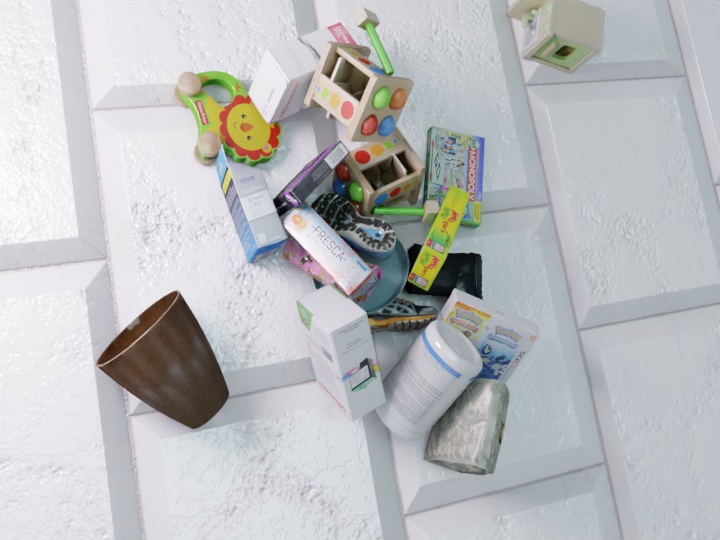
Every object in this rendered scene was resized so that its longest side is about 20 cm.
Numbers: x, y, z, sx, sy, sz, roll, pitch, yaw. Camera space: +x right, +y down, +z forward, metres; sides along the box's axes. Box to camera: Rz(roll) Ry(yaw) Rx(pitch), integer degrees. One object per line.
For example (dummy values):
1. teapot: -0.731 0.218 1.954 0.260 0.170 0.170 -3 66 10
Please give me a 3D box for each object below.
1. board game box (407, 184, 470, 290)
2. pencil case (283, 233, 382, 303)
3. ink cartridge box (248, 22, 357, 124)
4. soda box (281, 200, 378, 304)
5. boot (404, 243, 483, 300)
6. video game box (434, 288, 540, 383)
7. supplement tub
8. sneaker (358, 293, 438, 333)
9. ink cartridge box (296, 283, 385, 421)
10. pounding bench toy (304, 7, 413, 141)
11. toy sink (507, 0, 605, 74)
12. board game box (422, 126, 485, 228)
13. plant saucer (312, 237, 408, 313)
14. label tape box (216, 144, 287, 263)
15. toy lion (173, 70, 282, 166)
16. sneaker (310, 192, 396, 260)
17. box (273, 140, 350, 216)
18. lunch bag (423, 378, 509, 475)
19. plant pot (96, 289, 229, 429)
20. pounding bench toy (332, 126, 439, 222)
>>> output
1. board game box: 0.158 -0.067 1.466 0.047 0.103 0.202 26 47 1
2. pencil case: -0.054 -0.015 1.424 0.198 0.082 0.088 32 97 20
3. ink cartridge box: -0.112 -0.393 1.467 0.198 0.146 0.086 -34 83 -33
4. soda box: -0.056 -0.034 1.349 0.063 0.068 0.200 -42 70 -3
5. boot: 0.170 0.051 1.526 0.163 0.076 0.206 5 78 -16
6. video game box: 0.232 0.151 1.479 0.196 0.047 0.185 21 117 -14
7. supplement tub: 0.127 0.209 1.402 0.131 0.132 0.201 36 110 -7
8. sneaker: 0.061 0.080 1.475 0.194 0.079 0.079 -1 68 -5
9. ink cartridge box: -0.036 0.151 1.359 0.082 0.144 0.204 -24 120 -21
10. pounding bench toy: 0.017 -0.362 1.373 0.155 0.203 0.123 41 31 27
11. toy sink: 0.448 -0.556 1.712 0.195 0.130 0.115 15 75 -15
12. board game box: 0.205 -0.205 1.615 0.131 0.029 0.206 8 77 -15
13. plant saucer: 0.000 0.000 1.470 0.194 0.028 0.205 -3 62 5
14. label tape box: -0.212 -0.130 1.401 0.065 0.143 0.205 -18 85 -19
15. toy lion: -0.256 -0.304 1.473 0.188 0.068 0.205 -19 85 -27
16. sneaker: -0.020 -0.075 1.445 0.198 0.091 0.079 32 69 19
17. box: -0.109 -0.169 1.415 0.036 0.199 0.143 46 70 -13
18. lunch bag: 0.219 0.303 1.425 0.115 0.200 0.168 20 73 -12
19. plant pot: -0.328 0.174 1.300 0.187 0.186 0.201 -45 109 -20
20. pounding bench toy: 0.047 -0.157 1.470 0.153 0.125 0.202 -26 66 -20
